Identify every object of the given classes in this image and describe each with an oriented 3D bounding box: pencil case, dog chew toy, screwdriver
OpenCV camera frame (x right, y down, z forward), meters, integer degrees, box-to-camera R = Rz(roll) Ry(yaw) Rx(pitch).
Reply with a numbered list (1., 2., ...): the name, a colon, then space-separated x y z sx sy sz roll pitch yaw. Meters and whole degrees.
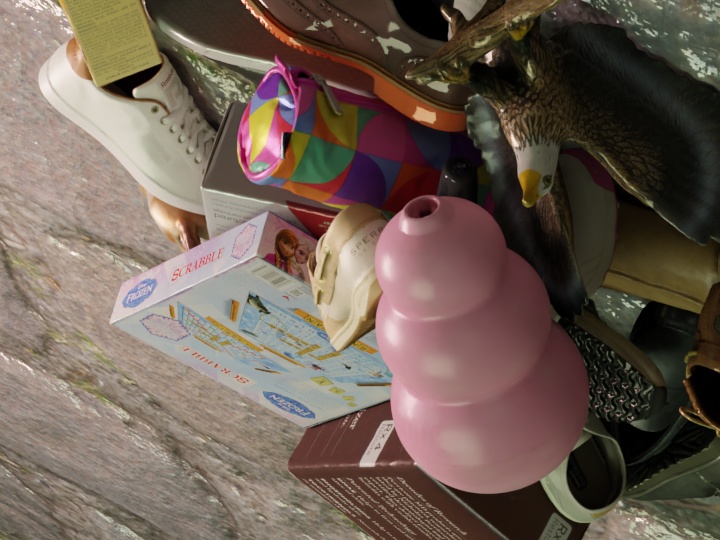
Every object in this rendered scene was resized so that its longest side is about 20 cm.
1. pencil case: 0.017 -0.074 1.280 0.200 0.088 0.088 16 165 -29
2. dog chew toy: 0.065 0.040 1.171 0.125 0.125 0.200 13 138 38
3. screwdriver: 0.061 -0.005 1.292 0.028 0.029 0.200 43 155 27

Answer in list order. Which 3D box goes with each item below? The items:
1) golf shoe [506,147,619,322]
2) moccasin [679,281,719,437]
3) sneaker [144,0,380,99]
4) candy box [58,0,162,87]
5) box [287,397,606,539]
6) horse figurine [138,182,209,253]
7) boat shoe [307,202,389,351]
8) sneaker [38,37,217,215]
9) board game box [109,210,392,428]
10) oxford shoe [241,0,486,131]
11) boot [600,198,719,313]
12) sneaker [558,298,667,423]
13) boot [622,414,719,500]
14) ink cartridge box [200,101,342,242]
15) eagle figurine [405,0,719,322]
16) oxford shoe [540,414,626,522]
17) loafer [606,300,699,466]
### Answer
1. golf shoe: 0.103 0.007 1.263 0.075 0.092 0.200 47 135 28
2. moccasin: 0.241 0.077 1.240 0.074 0.078 0.201 25 165 14
3. sneaker: -0.061 -0.138 1.357 0.200 0.071 0.099 22 148 16
4. candy box: -0.195 -0.233 1.306 0.200 0.055 0.115 74 172 -55
5. box: 0.083 0.137 1.555 0.164 0.166 0.200 41 155 -21
6. horse figurine: -0.149 -0.044 1.603 0.133 0.050 0.200 61 178 -39
7. boat shoe: 0.000 0.000 1.293 0.069 0.074 0.200 53 165 7
8. sneaker: -0.152 -0.114 1.512 0.200 0.073 0.085 34 140 -20
9. board game box: -0.055 0.043 1.474 0.200 0.041 0.200 32 146 -29
10. oxford shoe: 0.002 -0.171 1.253 0.200 0.071 0.073 32 127 13
11. boot: 0.200 -0.020 1.259 0.200 0.066 0.175 22 152 28
12. sneaker: 0.146 0.029 1.376 0.200 0.093 0.070 30 137 28
13. boot: 0.314 0.191 1.509 0.200 0.073 0.182 33 158 -13
14. ink cartridge box: -0.034 -0.028 1.473 0.146 0.083 0.200 12 151 9
15. eagle figurine: 0.119 -0.080 1.152 0.200 0.151 0.152 43 164 -33
16. oxford shoe: 0.137 0.102 1.439 0.200 0.075 0.058 57 160 -9
17. loafer: 0.219 0.084 1.411 0.068 0.070 0.201 22 154 10
